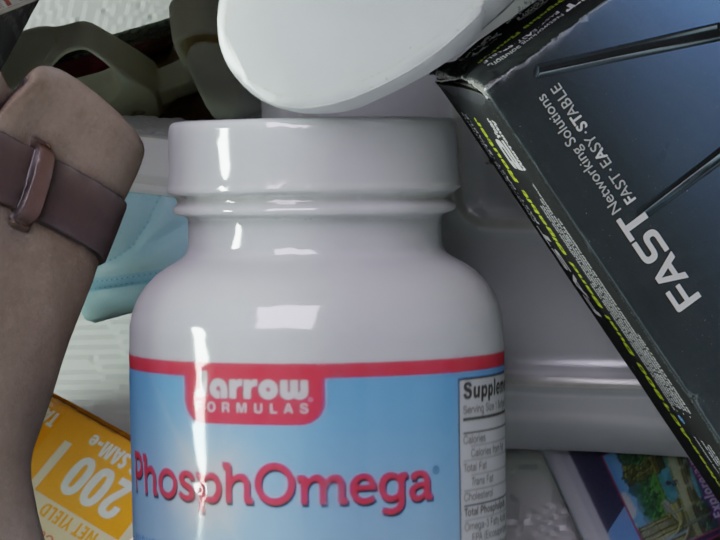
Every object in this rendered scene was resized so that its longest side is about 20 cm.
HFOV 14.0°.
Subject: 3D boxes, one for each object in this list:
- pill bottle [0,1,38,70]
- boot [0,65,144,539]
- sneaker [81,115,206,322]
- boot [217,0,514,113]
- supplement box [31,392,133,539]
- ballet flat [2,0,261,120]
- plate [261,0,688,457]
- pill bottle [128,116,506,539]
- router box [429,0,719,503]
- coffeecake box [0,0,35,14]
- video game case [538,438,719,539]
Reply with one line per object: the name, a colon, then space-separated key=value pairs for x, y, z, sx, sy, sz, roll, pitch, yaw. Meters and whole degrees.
pill bottle: x=-0.149 y=-0.128 z=0.968 sx=0.113 sy=0.114 sz=0.201 roll=20 pitch=77 yaw=29
boot: x=-0.107 y=0.018 z=0.828 sx=0.070 sy=0.200 sz=0.146 roll=-2 pitch=47 yaw=50
sneaker: x=0.000 y=0.000 z=0.960 sx=0.199 sy=0.074 sz=0.082 roll=9 pitch=102 yaw=12
boot: x=0.053 y=-0.114 z=0.805 sx=0.200 sy=0.096 sz=0.074 roll=-42 pitch=71 yaw=14
supplement box: x=-0.144 y=0.129 z=0.910 sx=0.126 sy=0.074 sz=0.200 roll=26 pitch=70 yaw=31
ballet flat: x=-0.074 y=-0.063 z=1.011 sx=0.199 sy=0.071 sz=0.069 roll=-15 pitch=53 yaw=9
plate: x=0.056 y=-0.040 z=0.877 sx=0.199 sy=0.032 sz=0.201 roll=1 pitch=97 yaw=20
pill bottle: x=-0.012 y=0.057 z=0.836 sx=0.108 sy=0.109 sz=0.201 roll=-1 pitch=92 yaw=19
router box: x=0.137 y=-0.016 z=0.812 sx=0.150 sy=0.200 sz=0.062 roll=-36 pitch=12 yaw=-5
coffeecake box: x=-0.085 y=-0.174 z=0.871 sx=0.199 sy=0.073 sz=0.154 roll=-21 pitch=69 yaw=2
video game case: x=0.162 y=0.074 z=0.873 sx=0.182 sy=0.023 sz=0.200 roll=-25 pitch=55 yaw=2
